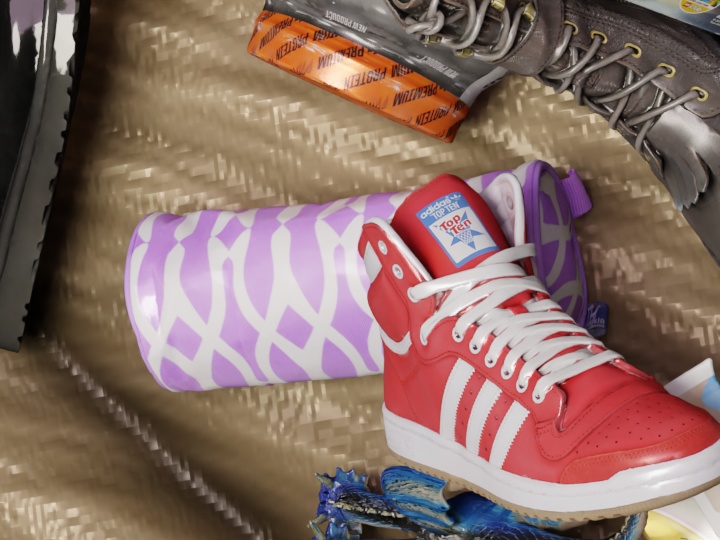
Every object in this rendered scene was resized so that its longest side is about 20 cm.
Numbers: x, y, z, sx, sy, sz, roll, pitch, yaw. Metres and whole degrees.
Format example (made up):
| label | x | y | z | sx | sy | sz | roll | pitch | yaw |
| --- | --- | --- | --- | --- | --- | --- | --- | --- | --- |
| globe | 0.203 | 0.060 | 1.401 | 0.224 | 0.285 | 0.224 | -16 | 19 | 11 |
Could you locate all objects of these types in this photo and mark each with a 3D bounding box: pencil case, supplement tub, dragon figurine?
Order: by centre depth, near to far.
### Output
| label | x | y | z | sx | sy | sz | roll | pitch | yaw |
| --- | --- | --- | --- | --- | --- | --- | --- | --- | --- |
| dragon figurine | 0.040 | 0.109 | 1.144 | 0.099 | 0.200 | 0.059 | 4 | 86 | -19 |
| supplement tub | 0.035 | -0.163 | 1.186 | 0.122 | 0.122 | 0.201 | 24 | 92 | 20 |
| pencil case | 0.000 | 0.000 | 1.203 | 0.198 | 0.084 | 0.086 | -7 | 43 | 16 |

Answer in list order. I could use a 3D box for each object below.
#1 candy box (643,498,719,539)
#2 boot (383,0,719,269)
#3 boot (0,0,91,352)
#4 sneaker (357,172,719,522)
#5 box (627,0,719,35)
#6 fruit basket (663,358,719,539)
| label | x | y | z | sx | sy | sz | roll | pitch | yaw |
| --- | --- | --- | --- | --- | --- | --- | --- | --- | --- |
| candy box | 0.220 | 0.080 | 1.125 | 0.200 | 0.061 | 0.137 | -42 | 73 | 11 |
| boot | 0.081 | -0.076 | 1.070 | 0.069 | 0.173 | 0.201 | -51 | 45 | 26 |
| boot | -0.204 | -0.070 | 1.232 | 0.157 | 0.079 | 0.213 | 13 | 103 | -7 |
| sneaker | 0.062 | 0.024 | 1.065 | 0.200 | 0.071 | 0.113 | 9 | 113 | 58 |
| box | 0.102 | -0.164 | 1.076 | 0.040 | 0.199 | 0.138 | -37 | 54 | 36 |
| fruit basket | 0.227 | 0.089 | 1.042 | 0.185 | 0.094 | 0.201 | -31 | 79 | 13 |
